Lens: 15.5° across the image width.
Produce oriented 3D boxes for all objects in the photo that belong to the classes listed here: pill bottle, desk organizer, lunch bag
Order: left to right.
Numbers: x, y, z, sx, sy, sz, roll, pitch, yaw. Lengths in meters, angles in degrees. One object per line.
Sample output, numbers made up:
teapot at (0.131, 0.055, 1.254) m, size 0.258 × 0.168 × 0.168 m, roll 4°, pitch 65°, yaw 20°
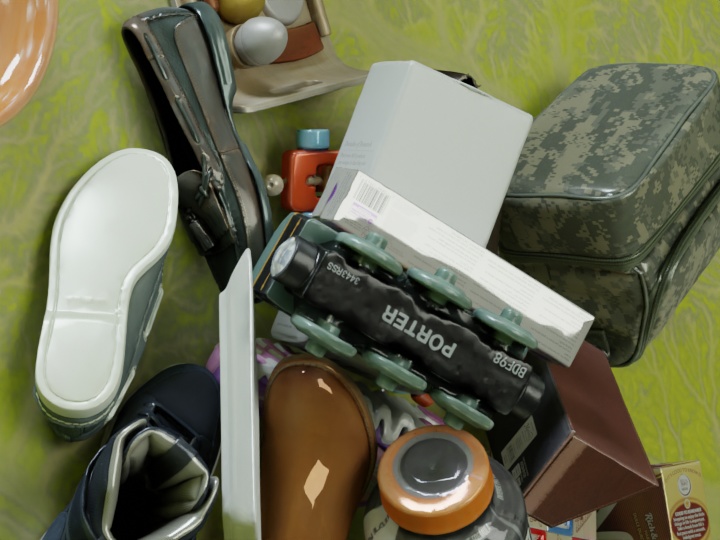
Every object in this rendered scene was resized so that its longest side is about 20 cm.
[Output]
pill bottle at (0.060, 0.186, 1.705) m, size 0.200 × 0.106 × 0.106 m, roll 76°, pitch 32°, yaw -48°
desk organizer at (0.138, 0.107, 1.822) m, size 0.077 × 0.072 × 0.200 m, roll 31°, pitch 18°, yaw -19°
lunch bag at (0.202, -0.042, 1.984) m, size 0.200 × 0.139 × 0.168 m, roll -50°, pitch 134°, yaw -42°

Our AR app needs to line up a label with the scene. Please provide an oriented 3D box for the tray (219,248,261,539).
tray at (-0.071, 0.096, 1.575) m, size 0.107 × 0.022 × 0.200 m, roll 88°, pitch -1°, yaw -52°

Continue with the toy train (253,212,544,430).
toy train at (0.022, 0.031, 1.649) m, size 0.200 × 0.114 × 0.085 m, roll 29°, pitch 89°, yaw -22°

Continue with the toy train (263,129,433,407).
toy train at (0.000, 0.000, 1.807) m, size 0.150 × 0.056 × 0.201 m, roll -6°, pitch 96°, yaw -22°

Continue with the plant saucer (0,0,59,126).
plant saucer at (-0.264, -0.172, 1.558) m, size 0.200 × 0.037 × 0.201 m, roll 15°, pitch 69°, yaw -46°

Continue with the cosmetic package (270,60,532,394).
cosmetic package at (0.027, -0.029, 1.748) m, size 0.102 × 0.074 × 0.200 m, roll 24°, pitch 83°, yaw -22°

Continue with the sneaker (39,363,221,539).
sneaker at (-0.116, 0.111, 1.569) m, size 0.077 × 0.146 × 0.202 m, roll 35°, pitch 51°, yaw -6°

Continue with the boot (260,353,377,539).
boot at (-0.042, 0.167, 1.632) m, size 0.155 × 0.074 × 0.200 m, roll -62°, pitch 154°, yaw -58°

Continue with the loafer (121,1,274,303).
loafer at (-0.108, -0.072, 1.696) m, size 0.063 × 0.072 × 0.200 m, roll -9°, pitch 82°, yaw -33°

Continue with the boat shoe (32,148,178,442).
boat shoe at (-0.159, 0.015, 1.630) m, size 0.062 × 0.073 × 0.200 m, roll 97°, pitch 4°, yaw -56°

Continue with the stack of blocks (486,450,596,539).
stack of blocks at (0.110, 0.229, 1.866) m, size 0.115 × 0.058 × 0.201 m, roll 17°, pitch 69°, yaw -45°

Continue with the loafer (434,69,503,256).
loafer at (0.069, -0.050, 1.876) m, size 0.073 × 0.071 × 0.200 m, roll -19°, pitch 95°, yaw -49°

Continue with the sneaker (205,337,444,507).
sneaker at (-0.022, 0.112, 1.737) m, size 0.200 × 0.080 × 0.089 m, roll 27°, pitch 98°, yaw -28°

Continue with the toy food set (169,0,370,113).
toy food set at (-0.064, -0.212, 1.773) m, size 0.143 × 0.060 × 0.200 m, roll -20°, pitch 96°, yaw -48°

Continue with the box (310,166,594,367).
box at (0.060, -0.002, 1.704) m, size 0.200 × 0.039 × 0.042 m, roll 30°, pitch 83°, yaw -22°

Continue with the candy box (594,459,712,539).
candy box at (0.203, 0.244, 1.923) m, size 0.056 × 0.117 × 0.201 m, roll -6°, pitch 86°, yaw -48°
